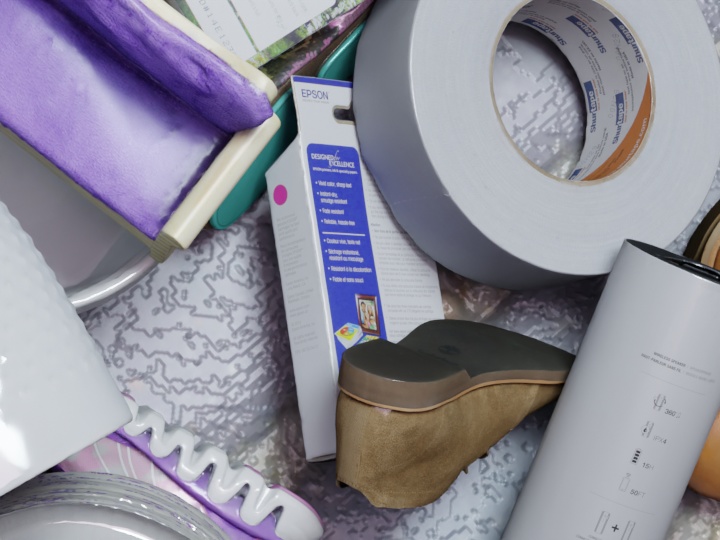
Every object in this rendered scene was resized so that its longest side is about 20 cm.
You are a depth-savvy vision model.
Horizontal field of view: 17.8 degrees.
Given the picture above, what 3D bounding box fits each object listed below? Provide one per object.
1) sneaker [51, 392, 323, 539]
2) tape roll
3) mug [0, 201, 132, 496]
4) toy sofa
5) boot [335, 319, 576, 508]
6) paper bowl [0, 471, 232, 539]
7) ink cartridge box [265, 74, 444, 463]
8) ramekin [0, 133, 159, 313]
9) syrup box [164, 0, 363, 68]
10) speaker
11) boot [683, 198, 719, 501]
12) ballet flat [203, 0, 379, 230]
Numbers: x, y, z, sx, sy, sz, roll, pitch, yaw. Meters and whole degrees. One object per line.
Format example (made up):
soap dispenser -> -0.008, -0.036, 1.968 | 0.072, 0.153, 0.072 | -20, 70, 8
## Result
sneaker -> -0.121, 0.112, 1.177 | 0.200, 0.080, 0.089 | 32, 85, -4
tape roll -> 0.097, -0.092, 1.236 | 0.200, 0.066, 0.201 | 4, 81, -27
mug -> -0.230, 0.039, 1.034 | 0.200, 0.148, 0.176 | -29, 90, -5
toy sofa -> -0.140, -0.099, 1.093 | 0.200, 0.098, 0.083 | 38, 74, -3
boot -> 0.048, 0.072, 1.192 | 0.073, 0.200, 0.076 | 20, 107, 33
paper bowl -> -0.137, 0.204, 1.105 | 0.200, 0.104, 0.201 | 0, 100, -2
ink cartridge box -> 0.000, 0.000, 1.218 | 0.095, 0.037, 0.201 | 2, 78, -47
ramekin -> -0.181, -0.065, 1.182 | 0.200, 0.105, 0.201 | 2, 78, -12
syrup box -> -0.015, -0.188, 1.190 | 0.200, 0.081, 0.079 | -34, 119, -6
speaker -> 0.137, 0.087, 1.192 | 0.081, 0.081, 0.200 | 20, 99, -7
boot -> 0.240, 0.039, 1.263 | 0.155, 0.074, 0.200 | 32, 88, 0
ballet flat -> -0.046, -0.108, 1.244 | 0.071, 0.069, 0.200 | 34, 70, 16
